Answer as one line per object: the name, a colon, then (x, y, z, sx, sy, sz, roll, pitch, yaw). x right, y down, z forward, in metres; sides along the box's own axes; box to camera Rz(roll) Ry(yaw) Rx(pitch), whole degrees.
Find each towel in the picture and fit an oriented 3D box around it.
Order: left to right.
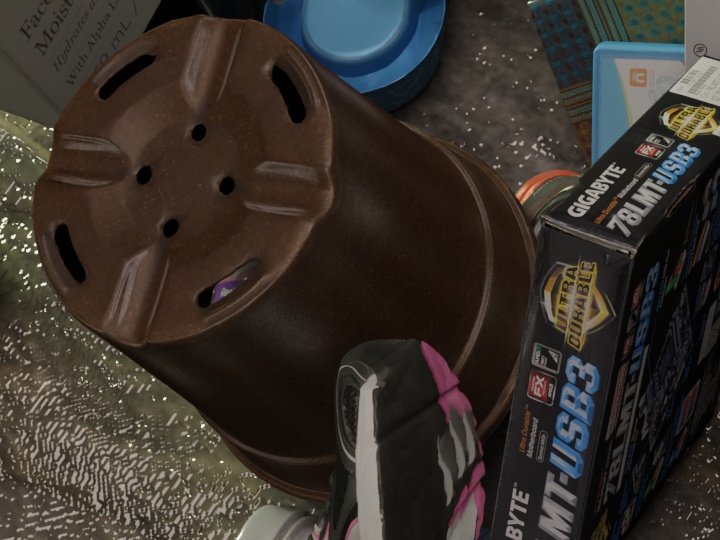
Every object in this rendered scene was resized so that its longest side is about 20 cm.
towel: (0.202, -0.106, 0.906, 0.198, 0.148, 0.022, -15, 19, 26)

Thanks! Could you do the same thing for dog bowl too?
dog bowl: (0.006, -0.185, 1.059, 0.110, 0.050, 0.202, 2, 68, 14)

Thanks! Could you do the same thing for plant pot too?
plant pot: (-0.038, -0.011, 0.814, 0.198, 0.198, 0.202, -10, 66, 23)

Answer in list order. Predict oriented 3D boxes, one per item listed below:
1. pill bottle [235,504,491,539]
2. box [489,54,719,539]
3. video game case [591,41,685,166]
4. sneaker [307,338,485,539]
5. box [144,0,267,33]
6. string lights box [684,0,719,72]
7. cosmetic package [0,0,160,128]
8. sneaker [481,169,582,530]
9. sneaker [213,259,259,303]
pill bottle: (0.035, 0.177, 0.854, 0.198, 0.109, 0.110, 11, 70, 21)
box: (0.127, 0.028, 0.798, 0.049, 0.202, 0.198, 20, 35, 24)
video game case: (0.218, -0.043, 0.897, 0.198, 0.018, 0.145, 5, 110, 20)
sneaker: (0.001, 0.131, 0.757, 0.086, 0.080, 0.202, 3, 101, 35)
box: (-0.138, -0.194, 1.026, 0.123, 0.200, 0.198, -15, 62, 12)
string lights box: (0.256, -0.146, 0.819, 0.198, 0.104, 0.059, 5, 27, 18)
cosmetic package: (-0.196, -0.196, 0.818, 0.164, 0.200, 0.166, 20, 76, 27)
sneaker: (0.090, 0.045, 0.884, 0.076, 0.082, 0.202, 9, 88, -9)
sneaker: (0.000, 0.000, 0.969, 0.198, 0.081, 0.089, -21, 45, 5)
